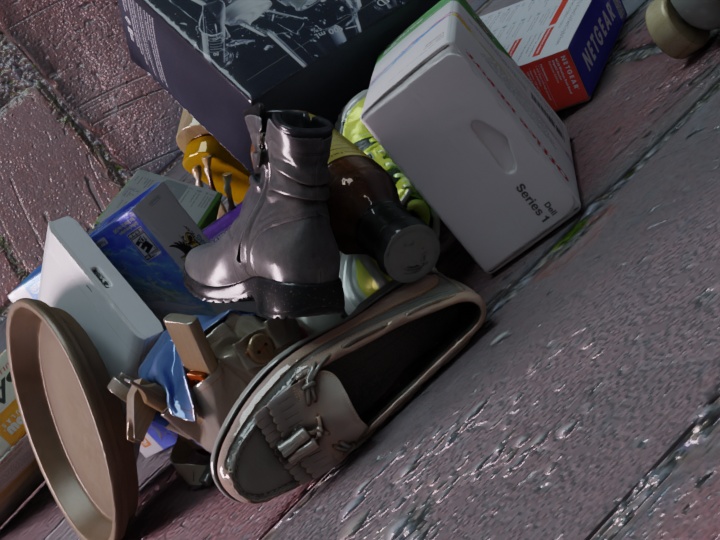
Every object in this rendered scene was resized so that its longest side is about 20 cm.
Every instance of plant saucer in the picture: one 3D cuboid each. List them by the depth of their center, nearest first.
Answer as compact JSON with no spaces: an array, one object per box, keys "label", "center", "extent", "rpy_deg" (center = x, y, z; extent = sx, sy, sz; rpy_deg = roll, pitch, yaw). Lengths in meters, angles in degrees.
[{"label":"plant saucer","center":[-0.215,0.113,1.181],"extent":[0.029,0.201,0.200],"rpy_deg":[-18,1,-27]}]

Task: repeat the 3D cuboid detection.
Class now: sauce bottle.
[{"label":"sauce bottle","center":[-0.011,-0.048,1.057],"extent":[0.066,0.066,0.200],"rpy_deg":[-41,37,-2]}]

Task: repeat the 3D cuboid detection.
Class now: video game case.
[{"label":"video game case","center":[-0.164,0.046,1.249],"extent":[0.200,0.181,0.045],"rpy_deg":[-28,16,45]}]

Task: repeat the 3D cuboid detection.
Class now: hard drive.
[{"label":"hard drive","center":[-0.210,0.073,1.222],"extent":[0.026,0.132,0.200],"rpy_deg":[-22,-34,-35]}]

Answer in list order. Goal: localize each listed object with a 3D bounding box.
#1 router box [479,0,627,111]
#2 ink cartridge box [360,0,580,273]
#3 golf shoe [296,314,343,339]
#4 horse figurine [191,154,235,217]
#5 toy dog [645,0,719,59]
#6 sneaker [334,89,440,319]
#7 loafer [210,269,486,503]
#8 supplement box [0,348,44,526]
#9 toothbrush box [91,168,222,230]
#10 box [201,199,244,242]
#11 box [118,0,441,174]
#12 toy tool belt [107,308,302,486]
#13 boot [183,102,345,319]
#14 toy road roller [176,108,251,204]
[{"label":"router box","center":[0.128,-0.181,1.378],"extent":[0.179,0.049,0.200],"rpy_deg":[-17,22,28]},{"label":"ink cartridge box","center":[0.080,-0.104,1.124],"extent":[0.084,0.145,0.200],"rpy_deg":[-37,13,16]},{"label":"golf shoe","center":[0.000,0.000,1.180],"extent":[0.091,0.075,0.200],"rpy_deg":[-30,17,28]},{"label":"horse figurine","center":[-0.124,-0.033,1.471],"extent":[0.050,0.133,0.200],"rpy_deg":[-15,19,-28]},{"label":"toy dog","center":[0.264,-0.243,1.169],"extent":[0.132,0.096,0.200],"rpy_deg":[-34,14,27]},{"label":"sneaker","center":[0.027,-0.049,1.127],"extent":[0.076,0.075,0.201],"rpy_deg":[-35,49,41]},{"label":"loafer","center":[-0.006,0.070,0.968],"extent":[0.200,0.072,0.063],"rpy_deg":[-41,22,-19]},{"label":"supplement box","center":[-0.346,0.173,1.452],"extent":[0.126,0.073,0.200],"rpy_deg":[-47,-8,-30]},{"label":"toothbrush box","center":[-0.196,0.033,1.396],"extent":[0.146,0.086,0.201],"rpy_deg":[-70,-3,-67]},{"label":"box","center":[-0.042,-0.038,1.311],"extent":[0.137,0.039,0.200],"rpy_deg":[-34,-15,28]},{"label":"box","center":[-0.060,-0.201,1.259],"extent":[0.200,0.182,0.104],"rpy_deg":[-36,-28,-21]},{"label":"toy tool belt","center":[-0.112,0.073,1.088],"extent":[0.200,0.123,0.125],"rpy_deg":[-16,41,61]},{"label":"boot","center":[-0.062,-0.044,1.036],"extent":[0.070,0.132,0.200],"rpy_deg":[-6,7,-30]},{"label":"toy road roller","center":[-0.068,-0.136,1.568],"extent":[0.146,0.200,0.123],"rpy_deg":[-22,47,43]}]
